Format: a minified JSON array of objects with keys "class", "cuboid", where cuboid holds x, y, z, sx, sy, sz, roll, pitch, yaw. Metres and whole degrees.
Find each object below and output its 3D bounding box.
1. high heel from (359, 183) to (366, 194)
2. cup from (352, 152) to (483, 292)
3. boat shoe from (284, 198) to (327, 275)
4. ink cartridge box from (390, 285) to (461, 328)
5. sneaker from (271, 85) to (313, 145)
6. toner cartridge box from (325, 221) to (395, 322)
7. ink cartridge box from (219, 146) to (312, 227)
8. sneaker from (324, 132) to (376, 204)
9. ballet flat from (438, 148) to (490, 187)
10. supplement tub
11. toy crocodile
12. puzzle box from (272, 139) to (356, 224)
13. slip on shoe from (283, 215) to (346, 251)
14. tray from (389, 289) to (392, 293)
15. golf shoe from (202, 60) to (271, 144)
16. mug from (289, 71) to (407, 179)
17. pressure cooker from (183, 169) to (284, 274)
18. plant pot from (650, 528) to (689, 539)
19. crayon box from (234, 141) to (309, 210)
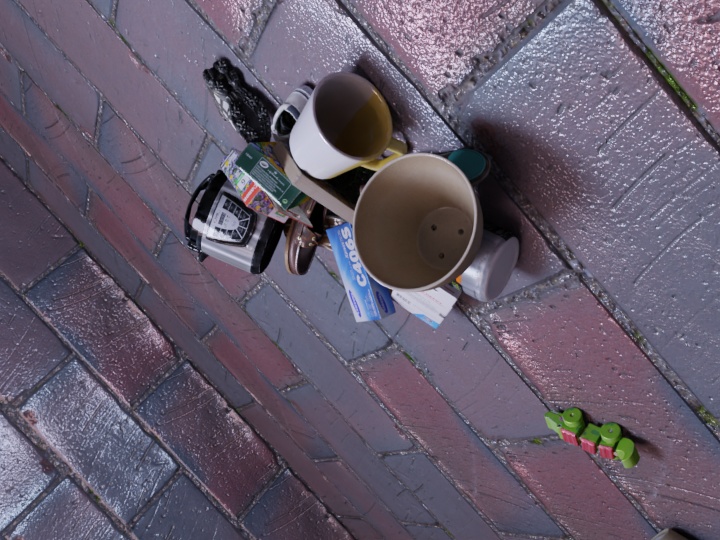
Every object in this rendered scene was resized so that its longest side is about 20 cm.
[{"class":"high heel","cuboid":[0.082,-0.098,1.302,0.095,0.068,0.200,-16,137,24]},{"class":"cup","cuboid":[0.106,-0.061,1.073,0.198,0.203,0.143,28,-174,29]},{"class":"boat shoe","cuboid":[-0.109,-0.084,1.469,0.069,0.070,0.204,16,106,29]},{"class":"ink cartridge box","cuboid":[0.131,0.029,1.333,0.115,0.068,0.200,33,161,6]},{"class":"sneaker","cuboid":[-0.141,-0.278,1.336,0.073,0.071,0.200,45,155,0]},{"class":"toner cartridge box","cuboid":[0.000,0.000,1.426,0.094,0.043,0.203,-12,97,57]},{"class":"ink cartridge box","cuboid":[-0.180,-0.142,1.337,0.108,0.050,0.201,23,-155,-52]},{"class":"sneaker","cuboid":[-0.033,-0.198,1.319,0.200,0.078,0.085,42,-172,-8]},{"class":"ballet flat","cuboid":[0.145,-0.156,1.140,0.063,0.068,0.198,30,166,-38]},{"class":"supplement tub","cuboid":[0.157,-0.041,1.194,0.198,0.123,0.124,27,148,30]},{"class":"toy crocodile","cuboid":[0.440,0.320,1.353,0.198,0.062,0.068,17,142,43]},{"class":"puzzle box","cuboid":[-0.068,-0.153,1.301,0.199,0.025,0.134,31,-162,-41]},{"class":"slip on shoe","cuboid":[-0.073,-0.082,1.525,0.197,0.060,0.078,6,102,29]},{"class":"tray","cuboid":[0.041,0.001,1.470,0.099,0.037,0.201,58,157,23]},{"class":"golf shoe","cuboid":[-0.241,-0.322,1.416,0.202,0.077,0.095,58,166,9]},{"class":"mug","cuboid":[-0.034,-0.214,1.186,0.187,0.150,0.153,48,148,-10]},{"class":"pressure cooker","cuboid":[-0.267,-0.101,1.471,0.197,0.177,0.180,23,134,1]},{"class":"plant pot","cuboid":[0.642,0.618,1.378,0.201,0.186,0.188,49,156,23]},{"class":"crayon box","cuboid":[-0.148,-0.183,1.329,0.125,0.052,0.200,42,-167,-1]}]
